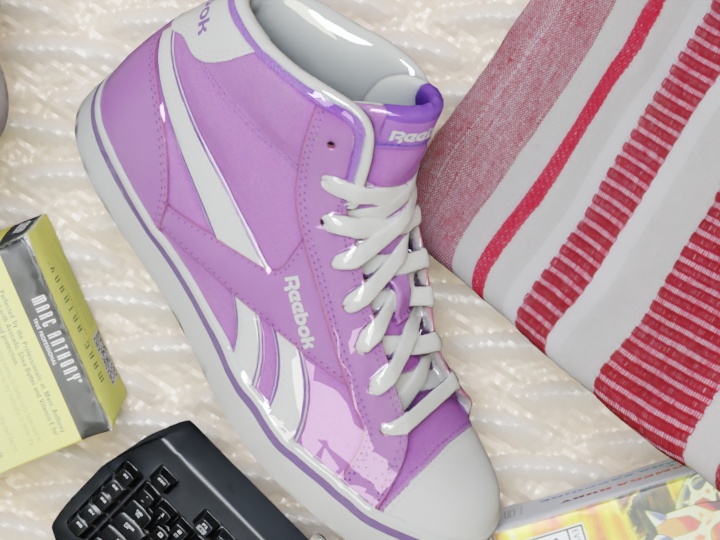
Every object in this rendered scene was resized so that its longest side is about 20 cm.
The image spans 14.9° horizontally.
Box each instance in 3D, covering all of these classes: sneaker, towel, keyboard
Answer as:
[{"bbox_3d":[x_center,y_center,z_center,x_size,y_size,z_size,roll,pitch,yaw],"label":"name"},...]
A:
[{"bbox_3d":[0.000,0.000,0.880,0.114,0.073,0.201,-33,96,39],"label":"sneaker"},{"bbox_3d":[0.093,-0.035,0.846,0.023,0.200,0.144,23,101,-35],"label":"towel"},{"bbox_3d":[-0.016,0.135,0.921,0.200,0.040,0.104,44,120,1],"label":"keyboard"}]

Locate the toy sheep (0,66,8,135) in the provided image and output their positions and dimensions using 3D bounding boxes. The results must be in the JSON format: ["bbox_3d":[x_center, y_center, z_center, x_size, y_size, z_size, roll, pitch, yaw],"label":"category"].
[{"bbox_3d":[-0.190,-0.047,0.877,0.200,0.138,0.138,-39,97,22],"label":"toy sheep"}]

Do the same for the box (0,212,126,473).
[{"bbox_3d":[-0.185,0.054,0.932,0.200,0.050,0.075,-24,99,4],"label":"box"}]

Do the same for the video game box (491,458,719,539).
[{"bbox_3d":[0.159,0.153,0.935,0.182,0.047,0.201,-18,93,2],"label":"video game box"}]
